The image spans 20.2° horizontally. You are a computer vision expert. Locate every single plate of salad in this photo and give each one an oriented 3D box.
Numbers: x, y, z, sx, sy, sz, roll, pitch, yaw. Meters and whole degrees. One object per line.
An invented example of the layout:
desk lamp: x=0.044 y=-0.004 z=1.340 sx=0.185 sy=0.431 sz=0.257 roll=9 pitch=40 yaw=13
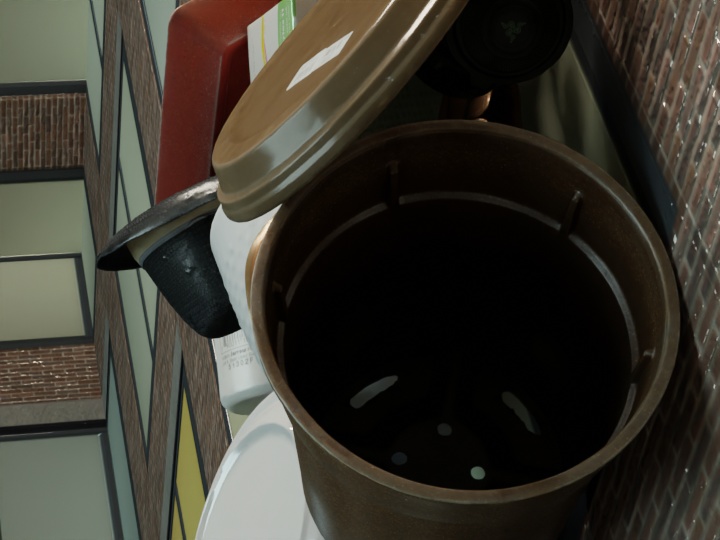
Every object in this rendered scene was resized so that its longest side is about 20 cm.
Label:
plate of salad: x=-0.048 y=0.164 z=1.184 sx=0.200 sy=0.048 sz=0.201 roll=-42 pitch=38 yaw=45

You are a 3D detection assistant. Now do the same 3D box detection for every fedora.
fedora: x=-0.089 y=-0.008 z=1.424 sx=0.092 sy=0.200 sz=0.201 roll=66 pitch=164 yaw=7

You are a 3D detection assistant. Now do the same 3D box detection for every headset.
headset: x=0.051 y=-0.131 z=1.047 sx=0.123 sy=0.094 sz=0.201 roll=174 pitch=114 yaw=-73

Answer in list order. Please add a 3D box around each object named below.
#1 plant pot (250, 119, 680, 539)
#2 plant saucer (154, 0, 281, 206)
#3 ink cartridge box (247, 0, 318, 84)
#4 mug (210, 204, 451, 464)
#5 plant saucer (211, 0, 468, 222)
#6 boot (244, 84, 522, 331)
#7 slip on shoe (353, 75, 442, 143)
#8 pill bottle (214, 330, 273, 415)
plant pot: x=0.047 y=0.063 z=1.015 sx=0.199 sy=0.199 sz=0.201 roll=93 pitch=168 yaw=-60
plant saucer: x=-0.059 y=-0.141 z=1.461 sx=0.037 sy=0.199 sz=0.200 roll=40 pitch=144 yaw=24
ink cartridge box: x=-0.008 y=-0.139 z=1.318 sx=0.200 sy=0.117 sz=0.068 roll=177 pitch=88 yaw=-77
mug: x=-0.002 y=0.042 z=1.286 sx=0.200 sy=0.147 sz=0.176 roll=99 pitch=152 yaw=-53
plant saucer: x=-0.008 y=-0.108 z=1.004 sx=0.200 sy=0.029 sz=0.200 roll=-44 pitch=16 yaw=16
boot: x=0.018 y=-0.023 z=1.140 sx=0.074 sy=0.154 sz=0.201 roll=34 pitch=-130 yaw=-52
slip on shoe: x=-0.001 y=-0.079 z=1.099 sx=0.061 sy=0.074 sz=0.201 roll=-17 pitch=40 yaw=37
pill bottle: x=-0.065 y=0.008 z=1.618 sx=0.114 sy=0.114 sz=0.201 roll=127 pitch=138 yaw=-71
